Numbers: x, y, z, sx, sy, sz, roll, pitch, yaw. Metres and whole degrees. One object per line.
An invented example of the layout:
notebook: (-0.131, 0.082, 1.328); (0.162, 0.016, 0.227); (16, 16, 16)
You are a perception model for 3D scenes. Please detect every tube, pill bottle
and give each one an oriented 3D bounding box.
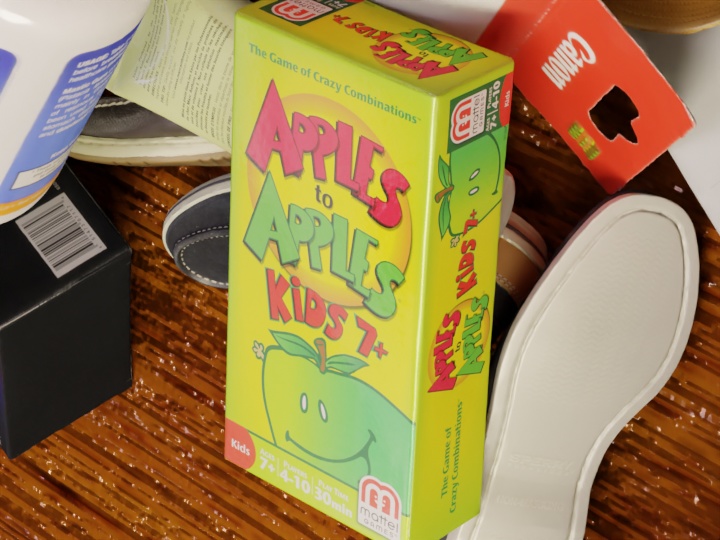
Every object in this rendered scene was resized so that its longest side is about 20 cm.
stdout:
tube: (-0.026, -0.066, 1.163); (0.200, 0.052, 0.058); (32, 79, 28)
pill bottle: (-0.148, -0.115, 1.175); (0.112, 0.112, 0.200); (55, 141, 17)

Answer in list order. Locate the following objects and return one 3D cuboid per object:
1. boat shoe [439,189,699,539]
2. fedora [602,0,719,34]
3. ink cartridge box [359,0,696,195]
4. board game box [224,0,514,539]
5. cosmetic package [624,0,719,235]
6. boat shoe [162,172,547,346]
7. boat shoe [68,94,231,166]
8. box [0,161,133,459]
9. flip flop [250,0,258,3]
boat shoe: (0.079, 0.052, 1.159); (0.060, 0.074, 0.201); (-116, 39, -64)
fedora: (0.087, -0.180, 0.984); (0.200, 0.082, 0.202); (8, 104, 37)
ink cartridge box: (0.029, -0.102, 1.068); (0.200, 0.050, 0.162); (50, 170, 2)
board game box: (0.000, 0.000, 1.097); (0.101, 0.048, 0.201); (26, 127, 35)
cosmetic package: (0.135, -0.124, 1.057); (0.102, 0.074, 0.200); (-42, 71, 39)
boat shoe: (-0.012, 0.001, 1.214); (0.199, 0.075, 0.062); (7, 62, 38)
boat shoe: (-0.050, -0.079, 1.243); (0.199, 0.073, 0.065); (-1, 95, 33)
box: (-0.191, -0.032, 1.334); (0.200, 0.079, 0.141); (51, 162, 21)
flip flop: (-0.032, -0.162, 1.190); (0.199, 0.057, 0.081); (-14, 63, 41)
